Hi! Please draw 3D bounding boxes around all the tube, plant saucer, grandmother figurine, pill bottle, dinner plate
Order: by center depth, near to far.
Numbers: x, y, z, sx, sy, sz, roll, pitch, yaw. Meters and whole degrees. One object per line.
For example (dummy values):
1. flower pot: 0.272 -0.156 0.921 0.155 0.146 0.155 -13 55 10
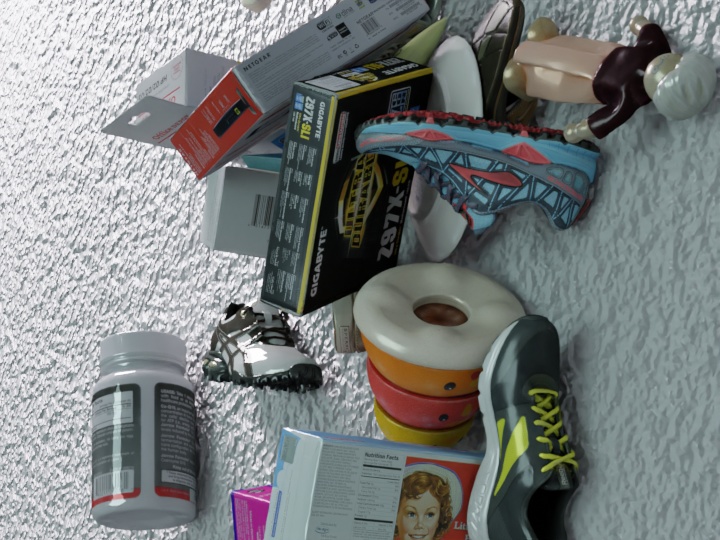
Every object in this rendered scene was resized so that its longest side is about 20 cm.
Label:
1. grandmother figurine: 0.196 -0.151 1.382 0.200 0.061 0.121 15 79 53
2. dinner plate: 0.067 -0.108 1.568 0.200 0.024 0.200 -177 90 -76
3. tube: 0.013 -0.155 1.620 0.200 0.052 0.058 -50 45 -8
4. plant saucer: -0.044 -0.104 1.756 0.200 0.070 0.019 13 104 58
5. pill bottle: -0.237 0.175 1.938 0.114 0.114 0.200 -30 56 51

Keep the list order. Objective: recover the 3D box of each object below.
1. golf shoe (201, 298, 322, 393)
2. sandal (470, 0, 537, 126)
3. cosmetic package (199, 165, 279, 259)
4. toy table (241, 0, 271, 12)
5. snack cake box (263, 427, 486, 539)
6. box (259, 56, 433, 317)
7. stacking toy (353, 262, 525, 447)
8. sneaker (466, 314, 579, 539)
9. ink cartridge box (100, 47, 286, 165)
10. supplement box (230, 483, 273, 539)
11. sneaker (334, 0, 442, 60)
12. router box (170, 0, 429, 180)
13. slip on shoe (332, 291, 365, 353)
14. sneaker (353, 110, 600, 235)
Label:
1. golf shoe: -0.100 0.074 1.785 0.200 0.078 0.095 6 86 57
2. sandal: 0.124 -0.137 1.517 0.082 0.055 0.200 -131 42 -67
3. cosmetic package: -0.095 -0.055 1.725 0.200 0.108 0.085 -168 86 -82
4. toy table: -0.073 -0.360 1.791 0.117 0.184 0.200 -15 55 39
5. snack cake box: 0.027 0.195 1.427 0.067 0.200 0.115 6 86 59
6. box: -0.011 -0.075 1.526 0.049 0.160 0.200 21 113 25
7. stacking toy: 0.059 0.106 1.511 0.146 0.146 0.200 -126 35 -50
8. sneaker: 0.142 0.136 1.398 0.085 0.074 0.200 14 102 52
9. ink cartridge box: -0.155 -0.169 1.825 0.115 0.200 0.068 -26 60 52
10. supplement box: -0.023 0.247 1.568 0.200 0.101 0.103 5 101 57
11. sneaker: 0.024 -0.235 1.684 0.200 0.076 0.092 -63 40 27
12. router box: -0.056 -0.173 1.576 0.049 0.200 0.179 55 151 -1
13. slip on shoe: 0.000 0.000 1.669 0.200 0.061 0.076 -96 1 -53
14. sneaker: 0.089 -0.077 1.435 0.079 0.200 0.096 -30 -51 -78
